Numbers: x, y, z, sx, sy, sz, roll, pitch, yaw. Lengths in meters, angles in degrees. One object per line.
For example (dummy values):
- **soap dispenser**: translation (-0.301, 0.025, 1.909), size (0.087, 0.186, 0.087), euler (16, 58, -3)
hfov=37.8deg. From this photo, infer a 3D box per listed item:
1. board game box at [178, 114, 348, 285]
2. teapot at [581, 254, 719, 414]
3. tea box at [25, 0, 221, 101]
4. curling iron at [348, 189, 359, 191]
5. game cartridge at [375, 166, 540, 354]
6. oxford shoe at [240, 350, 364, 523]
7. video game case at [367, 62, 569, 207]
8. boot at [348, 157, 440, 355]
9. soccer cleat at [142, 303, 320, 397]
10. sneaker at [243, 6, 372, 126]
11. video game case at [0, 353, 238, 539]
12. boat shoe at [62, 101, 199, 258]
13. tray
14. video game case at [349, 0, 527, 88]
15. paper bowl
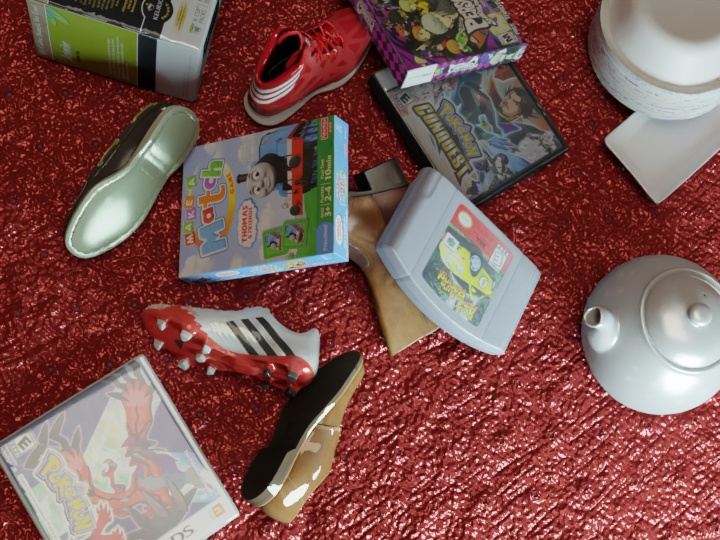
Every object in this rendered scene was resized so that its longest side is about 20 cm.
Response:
- **board game box**: translation (-0.106, -0.073, 1.135), size (0.197, 0.036, 0.154), euler (-9, 72, 27)
- **teapot**: translation (0.360, 0.065, 1.198), size (0.197, 0.146, 0.200), euler (44, 70, 2)
- **tea box**: translation (-0.250, -0.331, 1.184), size (0.193, 0.134, 0.203), euler (16, 72, -8)
- **curling iron**: translation (0.028, -0.092, 1.233), size (0.196, 0.026, 0.051), euler (12, 75, -9)
- **game cartridge**: translation (0.112, -0.002, 1.183), size (0.199, 0.041, 0.134), euler (41, 67, -21)
- **oxford shoe**: translation (-0.049, 0.177, 1.132), size (0.071, 0.071, 0.201), euler (44, 68, -27)
- **video game case**: translation (0.132, -0.189, 1.274), size (0.179, 0.026, 0.202), euler (-30, 82, -24)
- **boot**: translation (0.000, 0.000, 1.192), size (0.186, 0.068, 0.203), euler (-25, 96, -18)
- **soccer cleat**: translation (-0.137, 0.070, 1.137), size (0.197, 0.069, 0.086), euler (18, 47, 2)
- **sneaker**: translation (-0.048, -0.254, 1.215), size (0.078, 0.116, 0.200), euler (42, 71, 2)
- **video game case**: translation (-0.252, 0.219, 1.088), size (0.181, 0.023, 0.202), euler (-32, 83, -18)
- **boat shoe**: translation (-0.259, -0.102, 1.159), size (0.202, 0.060, 0.072), euler (-51, 133, -11)
- **tray**: translation (0.404, -0.179, 1.341), size (0.199, 0.022, 0.108), euler (-39, 86, -19)
- **video game case**: translation (0.081, -0.323, 1.271), size (0.179, 0.036, 0.202), euler (-17, 67, -26)
- **paper bowl**: translation (0.392, -0.301, 1.315), size (0.196, 0.105, 0.204), euler (2, 66, -4)
